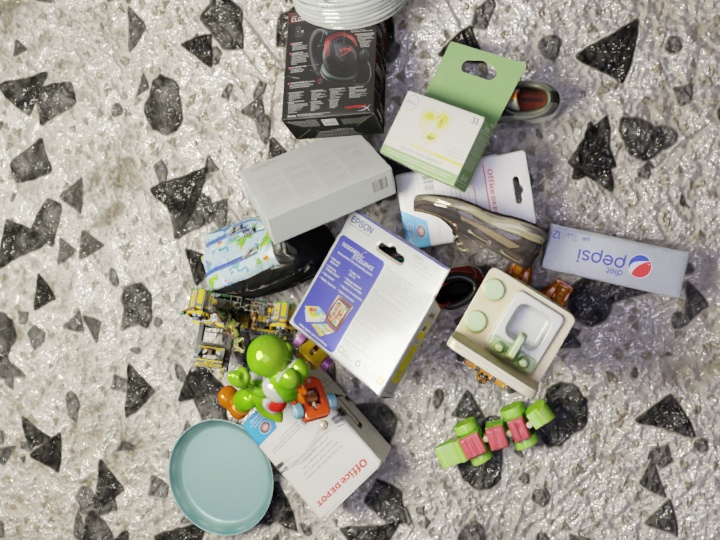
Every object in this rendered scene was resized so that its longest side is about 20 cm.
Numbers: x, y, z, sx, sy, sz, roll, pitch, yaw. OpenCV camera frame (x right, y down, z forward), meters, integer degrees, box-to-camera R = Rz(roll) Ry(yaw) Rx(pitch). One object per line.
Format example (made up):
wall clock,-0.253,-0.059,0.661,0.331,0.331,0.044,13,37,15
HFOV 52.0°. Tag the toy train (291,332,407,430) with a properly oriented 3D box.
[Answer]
toy train,-0.033,0.160,1.151,0.197,0.056,0.152,-16,71,-27

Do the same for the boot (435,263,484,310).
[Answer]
boot,0.085,0.040,1.112,0.197,0.144,0.074,-17,92,16

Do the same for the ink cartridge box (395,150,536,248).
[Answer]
ink cartridge box,0.161,-0.106,1.120,0.196,0.067,0.118,-9,91,16

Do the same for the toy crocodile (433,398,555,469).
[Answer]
toy crocodile,0.206,0.255,1.137,0.197,0.062,0.069,-24,88,16

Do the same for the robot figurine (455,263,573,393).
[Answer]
robot figurine,0.229,0.087,1.120,0.144,0.058,0.202,30,100,12

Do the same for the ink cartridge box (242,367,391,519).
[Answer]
ink cartridge box,-0.070,0.271,1.199,0.146,0.084,0.200,-44,83,14

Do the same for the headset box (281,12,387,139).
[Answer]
headset box,-0.037,-0.313,1.132,0.146,0.075,0.204,-2,76,14

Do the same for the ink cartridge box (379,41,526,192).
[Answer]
ink cartridge box,0.132,-0.232,1.069,0.144,0.048,0.203,29,96,35

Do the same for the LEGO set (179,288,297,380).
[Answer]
LEGO set,-0.192,0.113,1.169,0.196,0.154,0.118,12,69,-13

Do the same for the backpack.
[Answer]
backpack,-0.158,-0.021,1.174,0.199,0.162,0.156,-34,78,25

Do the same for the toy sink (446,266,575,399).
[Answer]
toy sink,0.207,0.073,0.993,0.129,0.200,0.113,31,100,12

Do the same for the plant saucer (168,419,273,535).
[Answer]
plant saucer,-0.239,0.355,1.280,0.196,0.027,0.204,1,95,15

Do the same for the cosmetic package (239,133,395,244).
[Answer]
cosmetic package,-0.066,-0.132,1.104,0.197,0.151,0.052,-23,133,-10

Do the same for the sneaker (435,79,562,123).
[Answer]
sneaker,0.198,-0.251,1.095,0.196,0.079,0.076,-3,95,16

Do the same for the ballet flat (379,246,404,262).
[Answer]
ballet flat,0.000,0.000,1.158,0.198,0.068,0.069,-31,56,27

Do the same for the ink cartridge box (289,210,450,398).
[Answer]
ink cartridge box,0.016,0.044,1.069,0.197,0.047,0.202,34,95,33

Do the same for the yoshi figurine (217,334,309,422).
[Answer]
yoshi figurine,-0.142,0.148,1.076,0.110,0.199,0.114,20,61,-23

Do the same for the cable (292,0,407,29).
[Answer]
cable,-0.014,-0.444,1.098,0.196,0.070,0.203,-14,53,5

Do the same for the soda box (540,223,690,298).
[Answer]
soda box,0.366,-0.016,1.075,0.196,0.063,0.070,13,96,13

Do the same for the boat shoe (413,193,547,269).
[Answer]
boat shoe,0.163,-0.055,1.051,0.197,0.074,0.075,20,100,14
